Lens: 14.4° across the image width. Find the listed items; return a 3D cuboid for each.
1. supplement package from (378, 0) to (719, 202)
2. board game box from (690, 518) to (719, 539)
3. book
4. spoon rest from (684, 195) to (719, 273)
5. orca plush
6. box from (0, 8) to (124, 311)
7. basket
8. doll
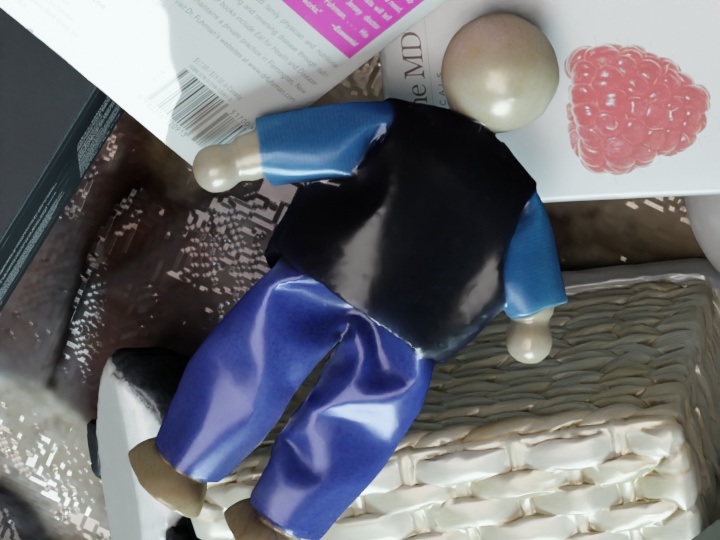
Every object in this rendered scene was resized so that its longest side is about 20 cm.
[{"bbox_3d":[0.111,-0.099,1.010,0.199,0.120,0.122,-3,111,12],"label":"supplement package"},{"bbox_3d":[0.203,0.127,1.035,0.064,0.200,0.148,7,116,40],"label":"board game box"},{"bbox_3d":[-0.013,-0.126,0.904,0.200,0.048,0.134,-36,134,14],"label":"book"},{"bbox_3d":[0.198,-0.005,1.016,0.099,0.200,0.061,39,76,-39],"label":"spoon rest"},{"bbox_3d":[-0.059,0.115,1.155,0.071,0.105,0.201,-14,108,-17],"label":"orca plush"},{"bbox_3d":[-0.133,-0.059,1.018,0.079,0.141,0.200,31,81,-3],"label":"box"},{"bbox_3d":[0.057,0.120,1.086,0.199,0.161,0.199,-8,108,12],"label":"basket"},{"bbox_3d":[0.000,0.000,0.957,0.136,0.048,0.200,33,100,-10],"label":"doll"}]
